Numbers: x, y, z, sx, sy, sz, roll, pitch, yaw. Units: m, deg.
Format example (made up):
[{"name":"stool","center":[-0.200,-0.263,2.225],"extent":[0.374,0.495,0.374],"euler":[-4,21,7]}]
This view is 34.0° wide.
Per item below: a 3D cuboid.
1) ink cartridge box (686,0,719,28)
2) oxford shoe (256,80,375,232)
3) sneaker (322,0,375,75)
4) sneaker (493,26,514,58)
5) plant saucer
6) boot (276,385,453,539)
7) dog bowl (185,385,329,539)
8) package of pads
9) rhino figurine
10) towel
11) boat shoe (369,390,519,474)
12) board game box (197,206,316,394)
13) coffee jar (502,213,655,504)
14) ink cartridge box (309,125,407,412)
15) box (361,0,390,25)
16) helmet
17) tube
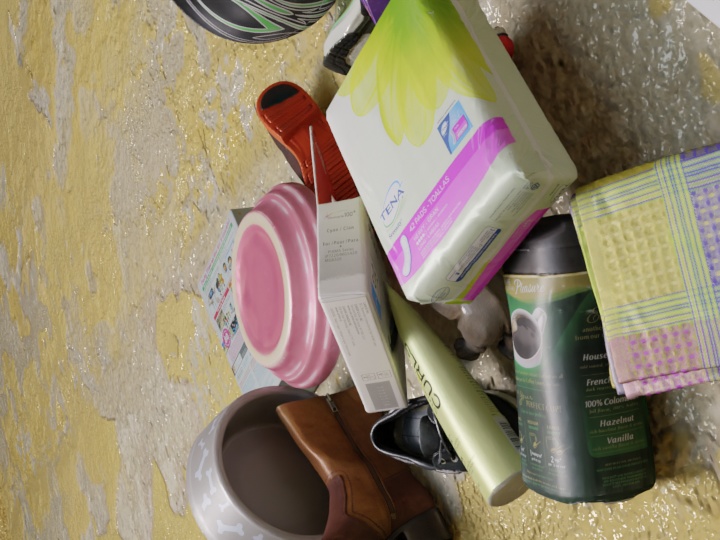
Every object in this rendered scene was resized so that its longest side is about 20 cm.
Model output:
[{"name":"ink cartridge box","center":[0.252,-0.214,0.639],"extent":[0.201,0.083,0.177],"euler":[55,141,37]},{"name":"oxford shoe","center":[-0.031,-0.105,1.187],"extent":[0.201,0.071,0.073],"euler":[55,174,27]},{"name":"sneaker","center":[0.016,-0.264,1.053],"extent":[0.200,0.076,0.090],"euler":[-45,47,50]},{"name":"sneaker","center":[0.095,-0.107,0.963],"extent":[0.085,0.076,0.202],"euler":[45,142,24]},{"name":"plant saucer","center":[-0.078,0.016,1.161],"extent":[0.200,0.050,0.205],"euler":[23,116,60]},{"name":"boot","center":[-0.030,0.200,1.114],"extent":[0.201,0.186,0.069],"euler":[58,152,32]},{"name":"dog bowl","center":[-0.073,0.204,1.173],"extent":[0.202,0.197,0.059],"euler":[63,142,29]},{"name":"package of pads","center":[0.057,-0.093,0.863],"extent":[0.155,0.067,0.202],"euler":[-53,49,41]},{"name":"rhino figurine","center":[0.060,-0.009,0.973],"extent":[0.200,0.059,0.088],"euler":[48,163,20]},{"name":"towel","center":[0.226,-0.007,0.737],"extent":[0.198,0.023,0.146],"euler":[-18,81,40]},{"name":"boat shoe","center":[0.073,0.144,1.042],"extent":[0.198,0.065,0.076],"euler":[1,97,59]},{"name":"board game box","center":[-0.109,0.051,1.337],"extent":[0.202,0.063,0.148],"euler":[64,144,27]},{"name":"coffee jar","center":[0.157,0.060,0.858],"extent":[0.104,0.084,0.204],"euler":[-175,79,-72]},{"name":"ink cartridge box","center":[0.000,0.000,1.030],"extent":[0.201,0.044,0.179],"euler":[71,-167,-56]},{"name":"box","center":[0.028,-0.308,0.959],"extent":[0.202,0.135,0.039],"euler":[63,-176,30]},{"name":"helmet","center":[-0.101,-0.309,1.102],"extent":[0.191,0.201,0.200],"euler":[44,147,-8]},{"name":"tube","center":[0.074,0.100,0.973],"extent":[0.201,0.051,0.058],"euler":[57,132,31]}]
